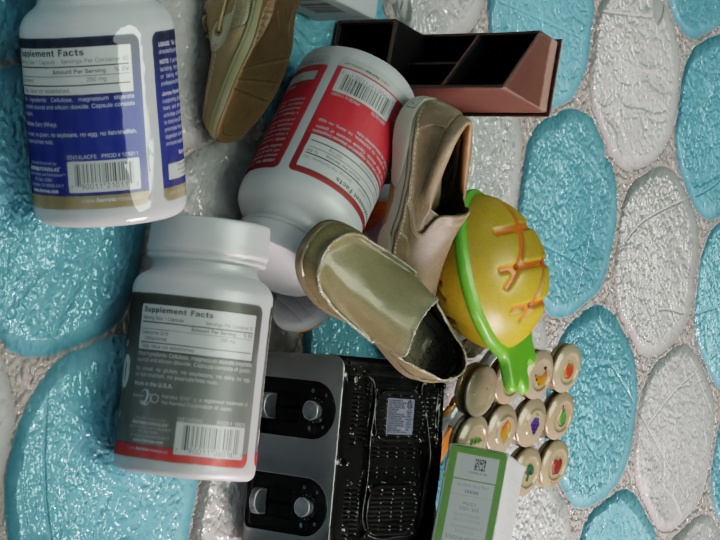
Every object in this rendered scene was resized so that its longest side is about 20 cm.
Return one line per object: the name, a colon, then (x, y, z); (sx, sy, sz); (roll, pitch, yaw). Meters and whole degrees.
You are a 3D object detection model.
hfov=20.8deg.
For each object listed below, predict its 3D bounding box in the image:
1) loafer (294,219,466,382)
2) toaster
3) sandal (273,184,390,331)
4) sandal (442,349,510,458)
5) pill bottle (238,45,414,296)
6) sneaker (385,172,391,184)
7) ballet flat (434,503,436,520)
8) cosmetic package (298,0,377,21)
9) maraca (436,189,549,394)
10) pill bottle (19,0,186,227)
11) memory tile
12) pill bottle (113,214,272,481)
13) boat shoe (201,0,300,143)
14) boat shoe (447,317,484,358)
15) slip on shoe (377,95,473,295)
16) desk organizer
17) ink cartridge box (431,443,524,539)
loafer: (0.025, 0.027, 1.621); (0.200, 0.067, 0.076); (40, 75, -37)
toaster: (-0.010, 0.161, 1.726); (0.199, 0.118, 0.182); (8, 87, -55)
sandal: (-0.007, -0.001, 1.750); (0.207, 0.079, 0.059); (-48, 136, -34)
sandal: (0.132, 0.122, 1.923); (0.207, 0.059, 0.079); (-55, 167, -11)
pill bottle: (-0.036, -0.083, 1.673); (0.112, 0.112, 0.201); (53, 52, -43)
sneaker: (0.056, -0.053, 1.862); (0.083, 0.080, 0.201); (28, 79, -67)
ballet flat: (0.039, 0.202, 1.832); (0.075, 0.068, 0.201); (15, 62, -32)
cosmetic package: (-0.028, -0.326, 1.699); (0.101, 0.071, 0.202); (18, 78, -54)
maraca: (0.124, 0.020, 1.798); (0.137, 0.106, 0.201); (-65, 140, -51)
pill bottle: (-0.190, -0.138, 1.443); (0.115, 0.115, 0.202); (-15, 106, -54)
memory tile: (0.150, 0.151, 1.896); (0.199, 0.017, 0.154); (-8, 109, -50)
pill bottle: (-0.129, 0.061, 1.550); (0.114, 0.113, 0.202); (11, 83, -55)
boat shoe: (-0.094, -0.206, 1.624); (0.071, 0.064, 0.201); (6, 106, -64)
boat shoe: (0.097, 0.053, 1.911); (0.200, 0.074, 0.069); (-35, 117, -48)
slip on shoe: (0.062, -0.049, 1.688); (0.076, 0.060, 0.201); (-21, 123, -50)
desk organizer: (0.072, -0.181, 1.746); (0.077, 0.199, 0.072); (22, 76, -52)
ink cartridge box: (0.096, 0.262, 1.755); (0.104, 0.059, 0.201); (42, 57, -73)
